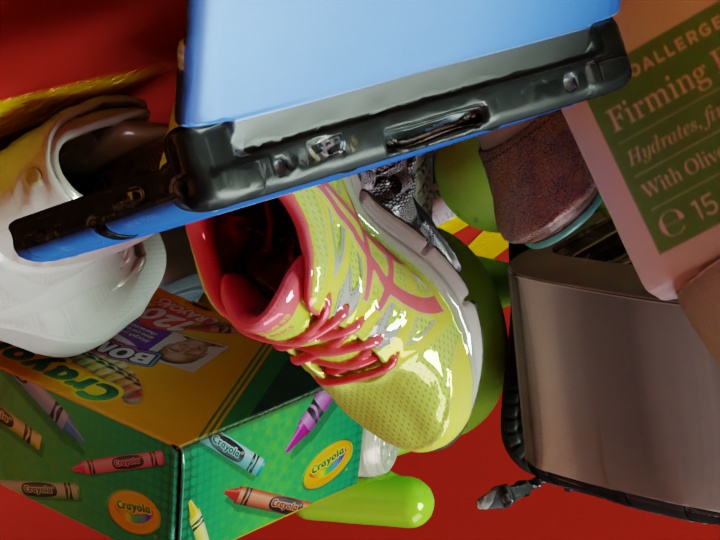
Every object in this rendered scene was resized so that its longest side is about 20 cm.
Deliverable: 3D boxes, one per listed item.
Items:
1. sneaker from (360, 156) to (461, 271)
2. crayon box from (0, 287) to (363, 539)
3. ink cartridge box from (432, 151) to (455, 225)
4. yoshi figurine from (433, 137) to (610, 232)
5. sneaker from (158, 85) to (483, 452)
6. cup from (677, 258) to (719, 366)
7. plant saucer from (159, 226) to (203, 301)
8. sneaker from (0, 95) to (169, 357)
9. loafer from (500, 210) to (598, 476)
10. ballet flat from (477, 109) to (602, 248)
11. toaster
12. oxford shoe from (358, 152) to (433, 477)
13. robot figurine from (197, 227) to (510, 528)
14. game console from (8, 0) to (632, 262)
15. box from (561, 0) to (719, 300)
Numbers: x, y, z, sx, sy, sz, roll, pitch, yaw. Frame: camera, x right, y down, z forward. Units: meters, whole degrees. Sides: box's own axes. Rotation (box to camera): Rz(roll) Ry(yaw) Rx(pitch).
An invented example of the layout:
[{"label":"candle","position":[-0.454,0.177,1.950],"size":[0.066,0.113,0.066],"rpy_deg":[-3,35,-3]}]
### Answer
[{"label":"sneaker","position":[0.010,-0.044,1.024],"size":[0.075,0.114,0.200],"rpy_deg":[-32,178,-36]},{"label":"crayon box","position":[-0.111,0.056,1.110],"size":[0.200,0.058,0.119],"rpy_deg":[20,-153,36]},{"label":"ink cartridge box","position":[0.082,-0.073,1.357],"size":[0.200,0.042,0.119],"rpy_deg":[-29,170,2]},{"label":"yoshi figurine","position":[0.098,-0.071,1.194],"size":[0.112,0.112,0.200],"rpy_deg":[-24,172,41]},{"label":"sneaker","position":[-0.022,0.006,0.961],"size":[0.078,0.200,0.090],"rpy_deg":[-17,-148,31]},{"label":"cup","position":[0.233,0.032,0.897],"size":[0.200,0.144,0.200],"rpy_deg":[-23,171,-4]},{"label":"plant saucer","position":[-0.117,0.014,1.353],"size":[0.200,0.027,0.200],"rpy_deg":[-26,173,-4]},{"label":"sneaker","position":[-0.104,-0.018,1.019],"size":[0.115,0.074,0.200],"rpy_deg":[-25,171,21]},{"label":"loafer","position":[0.112,0.011,1.282],"size":[0.073,0.201,0.071],"rpy_deg":[10,170,18]},{"label":"ballet flat","position":[0.078,-0.077,1.037],"size":[0.068,0.067,0.200],"rpy_deg":[-34,-166,27]},{"label":"toaster","position":[0.177,0.038,1.154],"size":[0.181,0.119,0.200],"rpy_deg":[8,-154,43]},{"label":"oxford shoe","position":[0.000,0.000,1.167],"size":[0.058,0.201,0.075],"rpy_deg":[4,155,14]},{"label":"robot figurine","position":[-0.006,0.041,1.272],"size":[0.200,0.176,0.116],"rpy_deg":[-13,-161,-39]},{"label":"game console","position":[-0.010,-0.091,0.821],"size":[0.200,0.119,0.170],"rpy_deg":[-17,-178,-41]},{"label":"box","position":[0.193,-0.112,0.971],"size":[0.199,0.172,0.200],"rpy_deg":[-29,170,28]}]
